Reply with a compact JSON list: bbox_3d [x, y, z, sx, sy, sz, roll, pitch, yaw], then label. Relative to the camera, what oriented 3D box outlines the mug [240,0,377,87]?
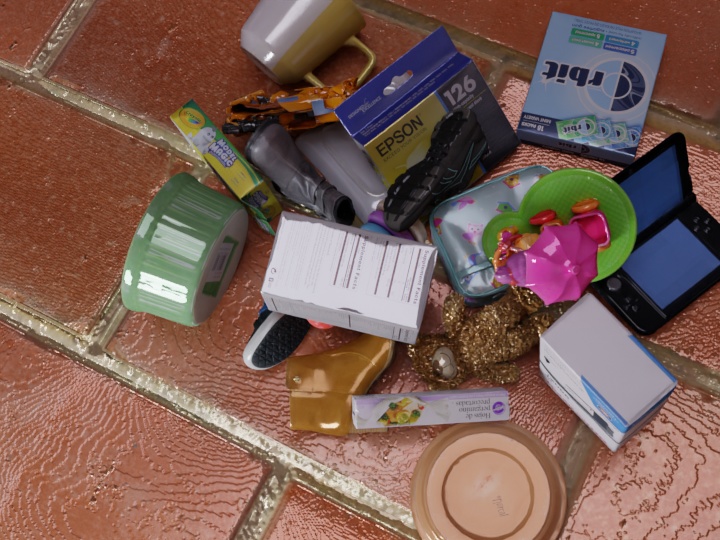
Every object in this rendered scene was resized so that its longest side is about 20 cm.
[{"bbox_3d":[-0.085,-0.348,1.512,0.187,0.149,0.153,41,88,27],"label":"mug"}]

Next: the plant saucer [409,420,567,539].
[{"bbox_3d":[0.161,0.286,1.304,0.200,0.032,0.201,-2,71,7],"label":"plant saucer"}]

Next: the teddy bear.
[{"bbox_3d":[0.161,0.091,1.335,0.199,0.145,0.067,-12,26,-1],"label":"teddy bear"}]

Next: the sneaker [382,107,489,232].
[{"bbox_3d":[0.108,-0.122,1.369,0.075,0.079,0.200,18,66,51],"label":"sneaker"}]

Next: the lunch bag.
[{"bbox_3d":[0.204,-0.044,1.393,0.199,0.077,0.161,-21,69,0],"label":"lunch bag"}]

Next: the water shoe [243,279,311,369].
[{"bbox_3d":[-0.104,0.047,1.419,0.079,0.072,0.200,24,72,41],"label":"water shoe"}]

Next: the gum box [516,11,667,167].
[{"bbox_3d":[0.330,-0.261,1.472,0.169,0.045,0.201,16,74,13],"label":"gum box"}]

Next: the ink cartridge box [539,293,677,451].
[{"bbox_3d":[0.295,0.130,1.253,0.084,0.200,0.145,-40,70,-5],"label":"ink cartridge box"}]

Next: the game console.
[{"bbox_3d":[0.391,-0.047,1.333,0.200,0.118,0.171,-35,69,-15],"label":"game console"}]

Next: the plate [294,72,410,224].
[{"bbox_3d":[0.035,-0.186,1.492,0.199,0.032,0.200,-38,70,-7],"label":"plate"}]

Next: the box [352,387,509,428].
[{"bbox_3d":[0.089,0.175,1.314,0.199,0.041,0.039,-3,92,-6],"label":"box"}]

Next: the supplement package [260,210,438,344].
[{"bbox_3d":[-0.012,0.011,1.297,0.199,0.114,0.110,13,77,3],"label":"supplement package"}]

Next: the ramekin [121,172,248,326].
[{"bbox_3d":[-0.230,-0.022,1.385,0.097,0.200,0.200,22,74,7],"label":"ramekin"}]

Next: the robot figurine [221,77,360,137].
[{"bbox_3d":[-0.101,-0.231,1.465,0.199,0.145,0.058,-6,105,13],"label":"robot figurine"}]

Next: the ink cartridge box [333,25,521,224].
[{"bbox_3d":[0.097,-0.197,1.419,0.198,0.047,0.200,-39,115,-6],"label":"ink cartridge box"}]

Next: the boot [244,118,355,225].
[{"bbox_3d":[-0.071,-0.124,1.396,0.132,0.200,0.070,37,87,22],"label":"boot"}]

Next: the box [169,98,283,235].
[{"bbox_3d":[-0.182,-0.142,1.460,0.048,0.117,0.200,-38,70,-4],"label":"box"}]

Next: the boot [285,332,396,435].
[{"bbox_3d":[-0.026,0.117,1.368,0.144,0.071,0.202,5,76,5],"label":"boot"}]

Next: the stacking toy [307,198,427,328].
[{"bbox_3d":[0.000,0.000,1.395,0.085,0.085,0.200,36,75,18],"label":"stacking toy"}]

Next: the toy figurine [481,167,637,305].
[{"bbox_3d":[0.217,-0.023,1.221,0.199,0.184,0.151,-13,103,25],"label":"toy figurine"}]
